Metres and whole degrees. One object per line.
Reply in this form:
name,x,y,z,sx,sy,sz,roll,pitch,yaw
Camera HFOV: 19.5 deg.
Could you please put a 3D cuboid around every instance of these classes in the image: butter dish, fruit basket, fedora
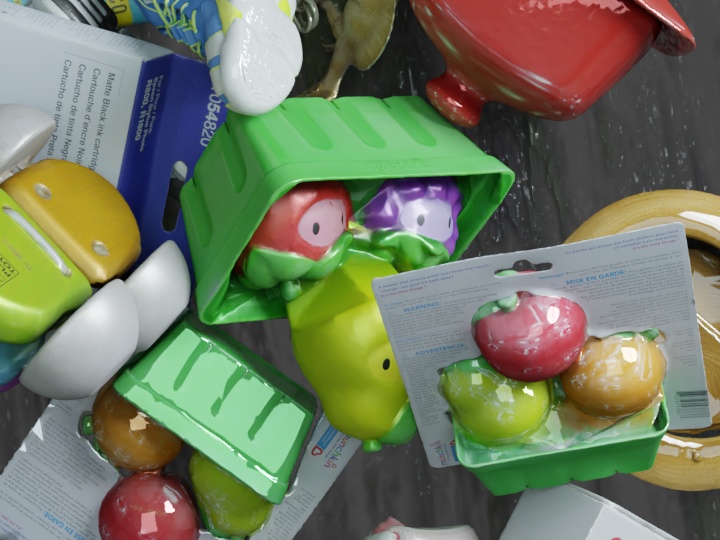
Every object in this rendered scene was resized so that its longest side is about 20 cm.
butter dish,0.099,-0.159,1.360,0.199,0.199,0.148,38,94,0
fruit basket,0.113,0.046,1.268,0.183,0.201,0.094,-11,44,7
fruit basket,0.000,0.000,1.330,0.215,0.216,0.156,37,128,3
fedora,0.211,0.046,1.397,0.198,0.082,0.203,0,87,-2
fruit basket,-0.126,0.135,1.388,0.184,0.094,0.201,34,103,-3

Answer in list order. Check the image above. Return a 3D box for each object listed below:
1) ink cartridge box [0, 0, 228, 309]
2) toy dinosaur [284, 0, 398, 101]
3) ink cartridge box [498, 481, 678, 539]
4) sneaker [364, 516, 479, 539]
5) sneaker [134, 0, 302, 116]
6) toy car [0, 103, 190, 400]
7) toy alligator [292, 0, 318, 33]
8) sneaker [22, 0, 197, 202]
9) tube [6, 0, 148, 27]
ink cartridge box,-0.195,-0.064,1.375,0.198,0.041,0.201,16,113,6
toy dinosaur,0.010,-0.184,1.390,0.058,0.201,0.102,14,41,-23
ink cartridge box,0.136,0.251,1.348,0.144,0.084,0.201,31,84,-34
sneaker,-0.003,0.222,1.384,0.198,0.075,0.106,-15,90,-9
sneaker,-0.095,-0.158,1.330,0.104,0.201,0.076,-19,128,20
toy car,-0.215,0.008,1.275,0.175,0.200,0.150,46,112,-1
toy alligator,-0.056,-0.251,1.430,0.054,0.059,0.202,-11,72,-44
sneaker,-0.177,-0.095,1.422,0.115,0.075,0.200,-35,101,23
tube,-0.213,-0.189,1.435,0.198,0.050,0.078,-15,93,-7
